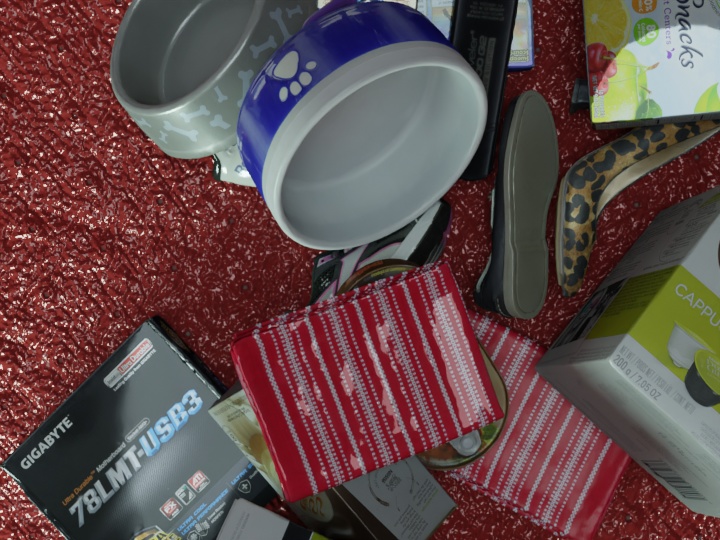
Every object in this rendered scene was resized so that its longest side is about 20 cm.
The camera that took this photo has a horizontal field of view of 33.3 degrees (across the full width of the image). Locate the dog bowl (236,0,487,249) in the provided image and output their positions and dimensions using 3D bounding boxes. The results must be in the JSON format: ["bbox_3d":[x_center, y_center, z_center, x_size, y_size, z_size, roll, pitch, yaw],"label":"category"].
[{"bbox_3d":[0.002,-0.115,0.982,0.199,0.200,0.079,-36,58,3],"label":"dog bowl"}]

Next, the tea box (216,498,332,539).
[{"bbox_3d":[-0.060,0.327,1.023,0.195,0.201,0.134,26,51,0],"label":"tea box"}]

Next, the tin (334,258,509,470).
[{"bbox_3d":[0.051,0.081,1.042,0.111,0.042,0.201,-31,108,2],"label":"tin"}]

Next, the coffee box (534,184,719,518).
[{"bbox_3d":[0.301,0.068,0.995,0.199,0.200,0.198,41,80,-1],"label":"coffee box"}]

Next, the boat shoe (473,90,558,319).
[{"bbox_3d":[0.131,-0.059,1.076,0.062,0.072,0.203,2,89,46],"label":"boat shoe"}]

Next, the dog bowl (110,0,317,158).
[{"bbox_3d":[-0.132,-0.197,1.024,0.198,0.059,0.202,-18,57,30],"label":"dog bowl"}]

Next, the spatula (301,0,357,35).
[{"bbox_3d":[-0.025,-0.165,1.019,0.056,0.200,0.021,-40,77,-15],"label":"spatula"}]

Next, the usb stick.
[{"bbox_3d":[0.100,-0.170,1.049,0.055,0.033,0.202,8,122,4],"label":"usb stick"}]

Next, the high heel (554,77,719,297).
[{"bbox_3d":[0.247,-0.069,1.069,0.141,0.071,0.203,8,84,8],"label":"high heel"}]

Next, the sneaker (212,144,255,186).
[{"bbox_3d":[-0.105,-0.164,1.074,0.114,0.081,0.202,6,95,-1],"label":"sneaker"}]

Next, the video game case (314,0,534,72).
[{"bbox_3d":[0.053,-0.267,1.080,0.197,0.045,0.184,-2,92,2],"label":"video game case"}]

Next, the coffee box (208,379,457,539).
[{"bbox_3d":[-0.026,0.162,1.044,0.200,0.114,0.080,49,61,-4],"label":"coffee box"}]

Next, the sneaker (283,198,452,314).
[{"bbox_3d":[0.000,0.000,1.083,0.086,0.080,0.201,37,85,18],"label":"sneaker"}]

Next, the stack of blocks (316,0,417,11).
[{"bbox_3d":[0.025,-0.288,1.028,0.114,0.059,0.203,5,94,2],"label":"stack of blocks"}]

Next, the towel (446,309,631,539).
[{"bbox_3d":[0.152,0.145,1.103,0.199,0.022,0.146,29,93,1],"label":"towel"}]

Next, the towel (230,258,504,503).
[{"bbox_3d":[0.006,0.088,0.979,0.198,0.022,0.146,-20,92,-11],"label":"towel"}]

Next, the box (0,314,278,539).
[{"bbox_3d":[-0.193,0.180,1.112,0.200,0.050,0.199,-43,92,3],"label":"box"}]

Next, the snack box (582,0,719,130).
[{"bbox_3d":[0.258,-0.227,1.016,0.140,0.053,0.203,-4,87,11],"label":"snack box"}]
